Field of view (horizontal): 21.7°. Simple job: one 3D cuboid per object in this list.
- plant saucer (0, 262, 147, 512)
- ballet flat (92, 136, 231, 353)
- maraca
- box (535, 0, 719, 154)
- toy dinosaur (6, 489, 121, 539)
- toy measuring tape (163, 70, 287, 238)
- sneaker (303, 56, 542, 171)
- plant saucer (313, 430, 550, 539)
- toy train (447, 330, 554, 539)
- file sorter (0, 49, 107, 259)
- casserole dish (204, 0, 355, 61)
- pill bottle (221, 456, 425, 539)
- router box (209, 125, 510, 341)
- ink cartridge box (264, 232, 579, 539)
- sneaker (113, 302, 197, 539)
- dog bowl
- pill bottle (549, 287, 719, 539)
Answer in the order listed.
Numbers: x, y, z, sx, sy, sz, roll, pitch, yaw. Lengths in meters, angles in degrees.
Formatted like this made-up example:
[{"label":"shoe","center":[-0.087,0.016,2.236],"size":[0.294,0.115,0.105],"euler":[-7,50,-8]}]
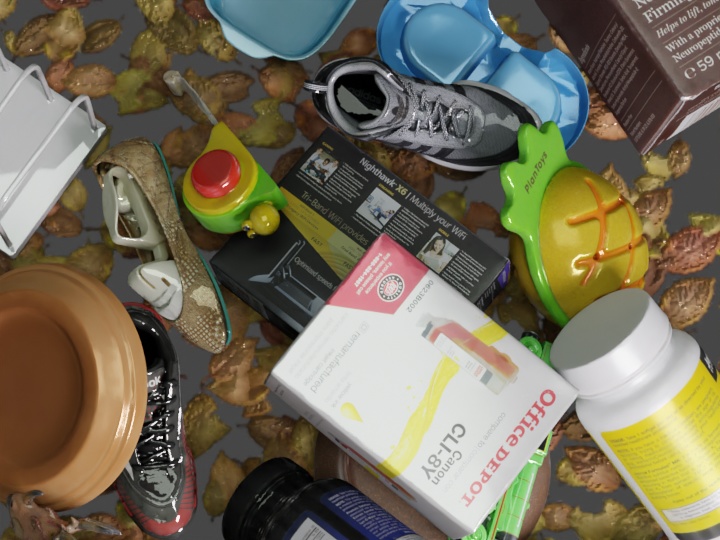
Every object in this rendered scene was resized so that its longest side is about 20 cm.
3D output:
[{"label":"plant saucer","center":[-0.260,0.093,1.500],"size":[0.200,0.037,0.201],"euler":[-1,88,30]},{"label":"ballet flat","center":[-0.172,-0.016,1.563],"size":[0.065,0.071,0.200],"euler":[-13,69,-36]},{"label":"maraca","center":[0.170,-0.031,1.548],"size":[0.200,0.107,0.137],"euler":[54,45,-33]},{"label":"box","center":[0.265,-0.237,1.592],"size":[0.166,0.164,0.200],"euler":[-32,82,-10]},{"label":"toy dinosaur","center":[-0.182,0.240,1.471],"size":[0.199,0.086,0.136],"euler":[2,116,-1]},{"label":"toy measuring tape","center":[-0.130,-0.089,1.563],"size":[0.073,0.074,0.200],"euler":[-34,54,-10]},{"label":"sneaker","center":[0.048,-0.126,1.537],"size":[0.199,0.114,0.076],"euler":[14,97,8]},{"label":"plant saucer","center":[0.061,0.160,1.563],"size":[0.200,0.034,0.201],"euler":[1,77,-3]},{"label":"toy train","center":[0.124,0.147,1.533],"size":[0.056,0.042,0.200],"euler":[22,73,-13]},{"label":"file sorter","center":[-0.333,-0.131,1.552],"size":[0.200,0.125,0.139],"euler":[34,79,3]},{"label":"casserole dish","center":[-0.052,-0.268,1.643],"size":[0.121,0.039,0.200],"euler":[32,77,3]},{"label":"pill bottle","center":[-0.011,0.233,1.475],"size":[0.200,0.112,0.112],"euler":[34,77,31]},{"label":"router box","center":[0.000,0.000,1.565],"size":[0.200,0.052,0.157],"euler":[38,78,16]},{"label":"ink cartridge box","center":[0.047,0.091,1.462],"size":[0.200,0.083,0.145],"euler":[39,78,1]},{"label":"sneaker","center":[-0.176,0.118,1.524],"size":[0.071,0.098,0.201],"euler":[-10,80,-8]},{"label":"dog bowl","center":[0.103,-0.167,1.626],"size":[0.200,0.050,0.112],"euler":[38,79,4]},{"label":"pill bottle","center":[0.244,0.119,1.507],"size":[0.114,0.114,0.200],"euler":[-42,110,-11]}]
